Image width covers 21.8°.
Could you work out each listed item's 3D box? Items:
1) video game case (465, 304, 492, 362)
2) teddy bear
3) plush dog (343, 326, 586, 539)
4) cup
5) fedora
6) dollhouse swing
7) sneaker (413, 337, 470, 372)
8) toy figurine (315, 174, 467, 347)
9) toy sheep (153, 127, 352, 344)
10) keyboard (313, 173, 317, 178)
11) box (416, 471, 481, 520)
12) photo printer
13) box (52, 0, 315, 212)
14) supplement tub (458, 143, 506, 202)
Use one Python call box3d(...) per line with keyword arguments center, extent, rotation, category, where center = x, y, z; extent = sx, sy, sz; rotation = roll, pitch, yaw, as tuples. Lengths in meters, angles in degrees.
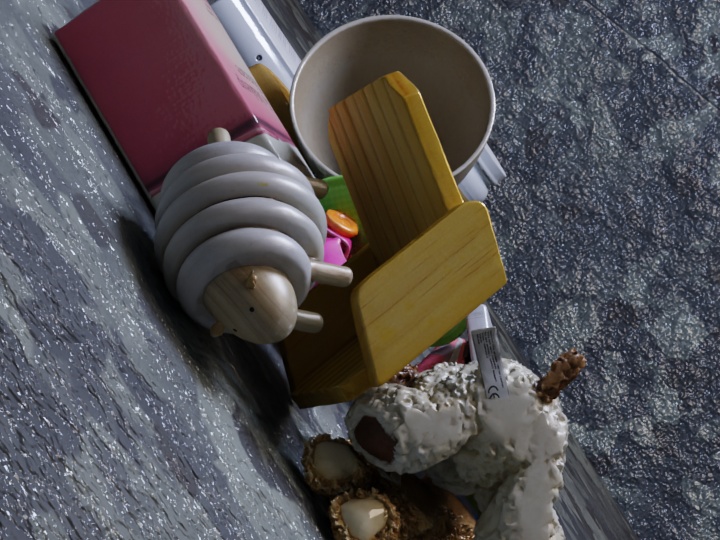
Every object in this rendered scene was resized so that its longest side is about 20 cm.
box3d(center=(0.128, 0.155, 1.725), extent=(0.200, 0.023, 0.183), rotation=(69, 13, -60), category="video game case")
box3d(center=(0.017, 0.186, 1.419), extent=(0.145, 0.067, 0.200), rotation=(49, 12, 15), category="teddy bear")
box3d(center=(0.087, 0.119, 1.432), extent=(0.200, 0.161, 0.172), rotation=(41, -12, -12), category="plush dog")
box3d(center=(0.029, -0.133, 1.872), extent=(0.201, 0.200, 0.143), rotation=(60, -14, 22), category="cup")
box3d(center=(-0.098, -0.144, 1.920), extent=(0.201, 0.082, 0.201), rotation=(55, 7, -10), category="fedora")
box3d(center=(-0.011, -0.021, 1.421), extent=(0.176, 0.182, 0.200), rotation=(54, -19, -7), category="dollhouse swing")
box3d(center=(0.052, 0.112, 1.706), extent=(0.200, 0.086, 0.074), rotation=(-67, 163, -62), category="sneaker")
box3d(center=(-0.006, 0.021, 1.642), extent=(0.200, 0.150, 0.184), rotation=(34, 20, 3), category="toy figurine")
box3d(center=(-0.085, -0.027, 1.346), extent=(0.138, 0.138, 0.200), rotation=(49, 15, -44), category="toy sheep")
box3d(center=(-0.049, -0.140, 2.392), extent=(0.104, 0.040, 0.200), rotation=(51, 10, -34), category="keyboard")
box3d(center=(0.091, 0.235, 1.690), extent=(0.122, 0.048, 0.200), rotation=(52, 8, -33), category="box")
box3d(center=(-0.120, -0.264, 2.330), extent=(0.200, 0.069, 0.166), rotation=(56, 7, -15), category="photo printer")
box3d(center=(-0.138, -0.127, 1.504), extent=(0.200, 0.109, 0.128), rotation=(58, 7, 11), category="box")
box3d(center=(0.085, -0.125, 2.570), extent=(0.145, 0.200, 0.144), rotation=(56, 8, -11), category="supplement tub")
